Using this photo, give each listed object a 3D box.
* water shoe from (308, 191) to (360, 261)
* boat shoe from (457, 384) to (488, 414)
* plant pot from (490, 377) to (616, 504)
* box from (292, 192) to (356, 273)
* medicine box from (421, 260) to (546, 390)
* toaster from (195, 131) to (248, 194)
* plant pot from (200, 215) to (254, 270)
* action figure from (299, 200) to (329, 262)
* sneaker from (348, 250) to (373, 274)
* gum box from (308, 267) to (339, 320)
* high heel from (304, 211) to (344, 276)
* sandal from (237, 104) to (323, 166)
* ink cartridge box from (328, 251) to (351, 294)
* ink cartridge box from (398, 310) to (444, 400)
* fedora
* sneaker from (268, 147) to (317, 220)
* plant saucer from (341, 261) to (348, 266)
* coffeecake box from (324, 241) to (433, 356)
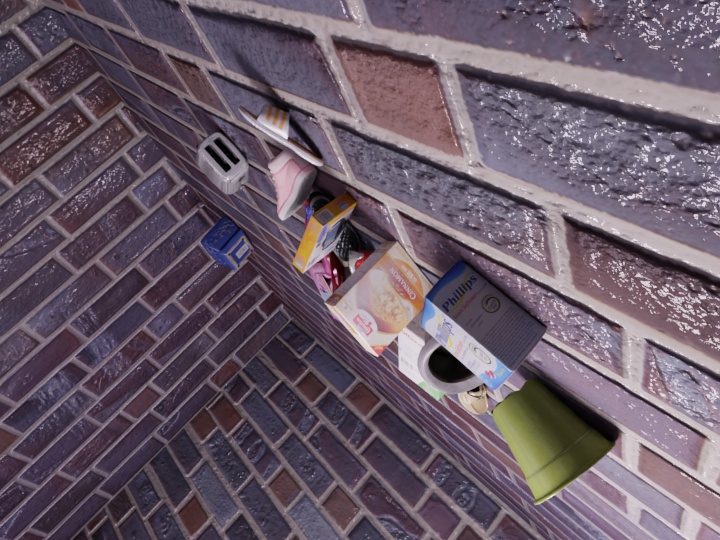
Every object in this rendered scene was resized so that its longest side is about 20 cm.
[{"bbox_3d":[-0.062,-0.113,1.349,0.201,0.071,0.079,60,-178,-34],"label":"water shoe"},{"bbox_3d":[0.306,0.329,1.481,0.065,0.072,0.201,25,150,58],"label":"boat shoe"},{"bbox_3d":[0.370,0.328,1.100,0.191,0.199,0.200,54,171,24],"label":"plant pot"},{"bbox_3d":[-0.086,-0.076,1.228,0.041,0.119,0.201,41,141,11],"label":"box"},{"bbox_3d":[0.221,0.108,1.024,0.200,0.103,0.183,40,165,18],"label":"medicine box"},{"bbox_3d":[-0.426,-0.337,1.666,0.200,0.114,0.129,49,162,-5],"label":"toaster"},{"bbox_3d":[-0.687,-0.134,2.863,0.179,0.201,0.201,29,160,29],"label":"plant pot"},{"bbox_3d":[-0.138,-0.096,1.419,0.201,0.098,0.065,59,-179,0],"label":"action figure"},{"bbox_3d":[0.043,0.013,1.356,0.084,0.078,0.200,-10,151,25],"label":"sneaker"},{"bbox_3d":[-0.079,0.049,1.619,0.201,0.066,0.113,63,160,-13],"label":"gum box"},{"bbox_3d":[-0.093,-0.082,1.485,0.095,0.068,0.202,0,114,19],"label":"high heel"},{"bbox_3d":[-0.153,-0.291,1.113,0.205,0.060,0.079,29,-169,-24],"label":"sandal"},{"bbox_3d":[-0.018,0.050,1.358,0.201,0.044,0.177,-99,-17,-51],"label":"ink cartridge box"},{"bbox_3d":[0.174,0.212,1.400,0.145,0.087,0.201,35,148,35],"label":"ink cartridge box"},{"bbox_3d":[0.208,0.177,1.216,0.200,0.176,0.091,46,-162,-36],"label":"fedora"},{"bbox_3d":[-0.174,-0.210,1.288,0.105,0.075,0.200,46,145,7],"label":"sneaker"},{"bbox_3d":[0.000,0.000,1.526,0.200,0.032,0.201,42,165,14],"label":"plant saucer"},{"bbox_3d":[0.046,0.059,1.198,0.154,0.200,0.073,49,166,-17],"label":"coffeecake box"}]
